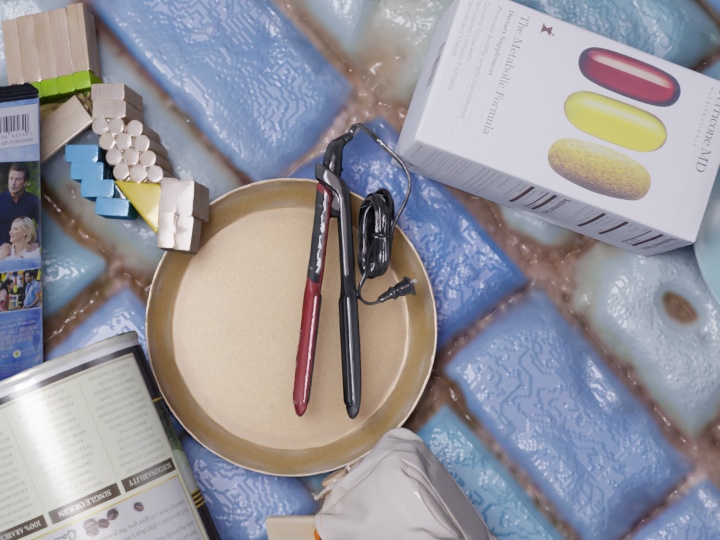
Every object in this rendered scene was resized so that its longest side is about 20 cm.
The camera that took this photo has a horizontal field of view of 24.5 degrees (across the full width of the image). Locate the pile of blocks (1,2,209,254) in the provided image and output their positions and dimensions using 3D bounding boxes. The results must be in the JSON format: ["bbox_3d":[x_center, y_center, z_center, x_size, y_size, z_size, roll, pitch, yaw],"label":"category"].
[{"bbox_3d":[-0.170,-0.086,1.111,0.082,0.062,0.201,-34,80,4],"label":"pile of blocks"}]

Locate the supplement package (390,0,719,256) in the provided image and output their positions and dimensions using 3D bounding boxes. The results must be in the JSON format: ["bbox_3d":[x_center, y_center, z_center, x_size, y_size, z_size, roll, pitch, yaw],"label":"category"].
[{"bbox_3d":[0.137,-0.097,1.124,0.198,0.110,0.115,19,83,-5],"label":"supplement package"}]

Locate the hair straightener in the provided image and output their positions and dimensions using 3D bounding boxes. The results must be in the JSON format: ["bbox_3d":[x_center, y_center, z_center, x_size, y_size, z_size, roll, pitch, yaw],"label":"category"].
[{"bbox_3d":[0.000,0.000,1.113,0.076,0.041,0.202,6,80,-7],"label":"hair straightener"}]

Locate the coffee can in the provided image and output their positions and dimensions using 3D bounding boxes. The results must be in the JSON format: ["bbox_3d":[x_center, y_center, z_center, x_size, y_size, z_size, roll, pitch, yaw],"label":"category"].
[{"bbox_3d":[-0.169,0.158,1.044,0.145,0.146,0.202,-22,88,-9],"label":"coffee can"}]

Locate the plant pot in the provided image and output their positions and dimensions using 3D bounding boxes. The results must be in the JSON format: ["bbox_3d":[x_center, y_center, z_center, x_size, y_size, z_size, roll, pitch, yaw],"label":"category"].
[{"bbox_3d":[-0.047,0.039,1.131,0.198,0.027,0.202,1,85,-6],"label":"plant pot"}]

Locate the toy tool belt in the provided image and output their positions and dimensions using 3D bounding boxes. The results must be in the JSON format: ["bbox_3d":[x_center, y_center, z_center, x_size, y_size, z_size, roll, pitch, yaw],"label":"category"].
[{"bbox_3d":[0.037,0.214,1.092,0.122,0.125,0.201,-35,99,14],"label":"toy tool belt"}]

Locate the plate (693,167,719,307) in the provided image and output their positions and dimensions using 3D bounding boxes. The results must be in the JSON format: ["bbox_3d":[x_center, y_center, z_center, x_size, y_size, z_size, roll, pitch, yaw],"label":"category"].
[{"bbox_3d":[0.323,-0.039,1.165,0.198,0.026,0.202,0,90,-20],"label":"plate"}]

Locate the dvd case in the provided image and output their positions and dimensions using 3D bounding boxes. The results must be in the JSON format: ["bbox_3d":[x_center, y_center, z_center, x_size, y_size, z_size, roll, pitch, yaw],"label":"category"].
[{"bbox_3d":[-0.268,-0.012,1.038,0.142,0.018,0.202,-12,118,-31],"label":"dvd case"}]
